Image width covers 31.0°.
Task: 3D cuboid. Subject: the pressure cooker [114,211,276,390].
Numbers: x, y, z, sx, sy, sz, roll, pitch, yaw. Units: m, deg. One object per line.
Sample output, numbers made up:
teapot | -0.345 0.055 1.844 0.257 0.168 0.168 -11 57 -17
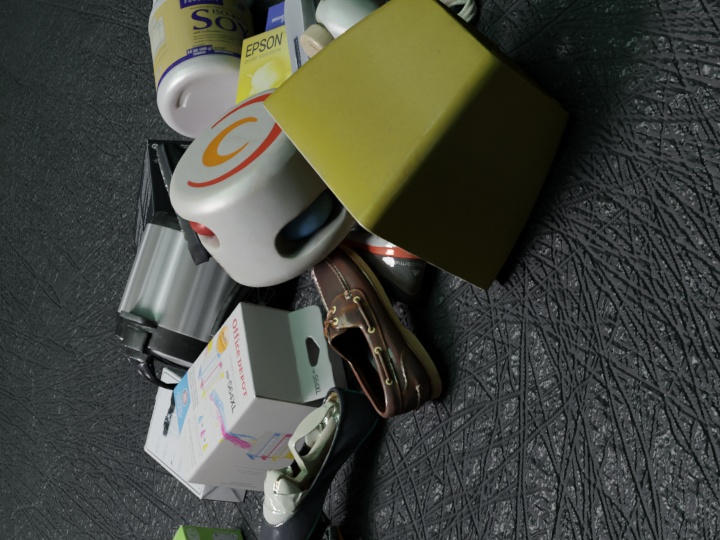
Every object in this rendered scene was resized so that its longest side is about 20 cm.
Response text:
pressure cooker | -0.202 0.047 1.572 0.178 0.174 0.202 179 110 -75

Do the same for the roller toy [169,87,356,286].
roller toy | -0.092 -0.081 1.333 0.198 0.140 0.184 -18 36 30

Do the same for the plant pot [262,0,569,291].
plant pot | 0.067 -0.133 1.181 0.177 0.199 0.200 -50 50 13

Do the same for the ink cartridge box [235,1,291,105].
ink cartridge box | -0.076 -0.256 1.581 0.196 0.047 0.203 -9 73 48

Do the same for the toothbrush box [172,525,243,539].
toothbrush box | -0.178 0.421 1.501 0.146 0.085 0.201 -59 37 29

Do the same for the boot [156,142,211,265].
boot | -0.120 -0.107 1.485 0.066 0.198 0.166 75 172 -63

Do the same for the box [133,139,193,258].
box | -0.258 -0.056 1.750 0.201 0.078 0.143 111 156 -51

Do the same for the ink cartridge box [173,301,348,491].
ink cartridge box | -0.106 0.136 1.441 0.200 0.124 0.130 -51 40 38

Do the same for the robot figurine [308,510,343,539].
robot figurine | -0.043 0.346 1.330 0.145 0.058 0.202 -52 40 36

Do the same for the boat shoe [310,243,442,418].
boat shoe | 0.001 0.057 1.286 0.201 0.070 0.071 53 150 30

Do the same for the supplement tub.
supplement tub | -0.208 -0.293 1.738 0.146 0.144 0.202 -47 43 40

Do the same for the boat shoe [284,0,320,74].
boat shoe | -0.041 -0.222 1.461 0.072 0.065 0.203 152 111 -63

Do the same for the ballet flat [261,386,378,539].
ballet flat | -0.058 0.205 1.328 0.201 0.073 0.073 -57 30 -10

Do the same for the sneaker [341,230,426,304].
sneaker | 0.000 0.000 1.369 0.199 0.076 0.083 7 93 60

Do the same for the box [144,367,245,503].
box | -0.200 0.204 1.635 0.199 0.060 0.118 18 95 59

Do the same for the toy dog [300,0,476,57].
toy dog | 0.010 -0.260 1.335 0.198 0.096 0.133 3 58 38
